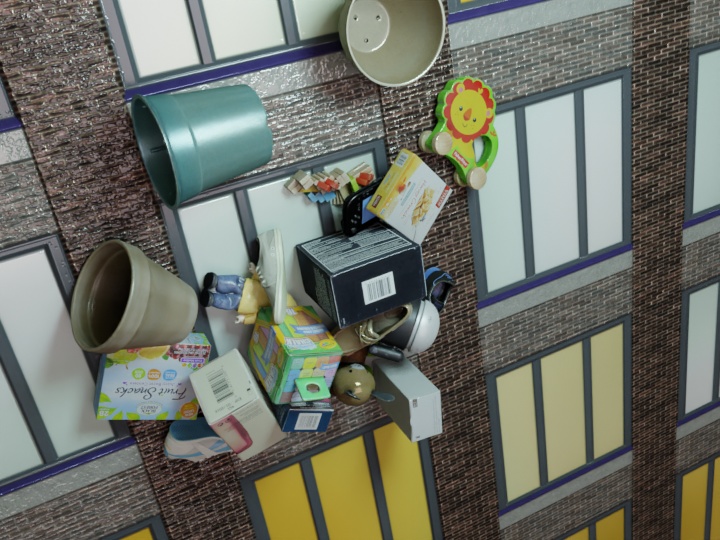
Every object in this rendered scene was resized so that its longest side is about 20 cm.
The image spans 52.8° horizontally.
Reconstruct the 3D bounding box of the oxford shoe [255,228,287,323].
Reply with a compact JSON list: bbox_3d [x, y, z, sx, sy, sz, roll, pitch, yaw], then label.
[{"bbox_3d":[-0.176,0.012,1.428,0.057,0.202,0.075,-6,157,-4],"label":"oxford shoe"}]

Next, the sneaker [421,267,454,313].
[{"bbox_3d":[0.141,0.089,1.650,0.070,0.078,0.201,26,96,-31],"label":"sneaker"}]

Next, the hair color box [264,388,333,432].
[{"bbox_3d":[-0.137,0.245,1.500,0.099,0.200,0.061,7,117,-28],"label":"hair color box"}]

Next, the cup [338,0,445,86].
[{"bbox_3d":[0.038,-0.455,1.352,0.199,0.143,0.202,-10,114,-22],"label":"cup"}]

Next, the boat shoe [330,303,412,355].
[{"bbox_3d":[0.016,0.117,1.481,0.199,0.065,0.073,-29,96,9],"label":"boat shoe"}]

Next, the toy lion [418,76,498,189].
[{"bbox_3d":[0.230,-0.304,1.558,0.200,0.069,0.192,38,83,-32],"label":"toy lion"}]

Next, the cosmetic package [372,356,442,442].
[{"bbox_3d":[0.103,0.282,1.634,0.081,0.200,0.114,-14,115,-20],"label":"cosmetic package"}]

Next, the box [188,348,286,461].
[{"bbox_3d":[-0.242,0.271,1.448,0.108,0.128,0.201,-29,145,-8],"label":"box"}]

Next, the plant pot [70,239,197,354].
[{"bbox_3d":[-0.402,0.062,1.330,0.173,0.200,0.201,20,100,-48],"label":"plant pot"}]

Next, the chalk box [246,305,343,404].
[{"bbox_3d":[-0.123,0.176,1.425,0.124,0.200,0.125,0,123,-34],"label":"chalk box"}]

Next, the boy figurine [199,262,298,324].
[{"bbox_3d":[-0.218,0.048,1.468,0.199,0.064,0.126,10,89,-31],"label":"boy figurine"}]

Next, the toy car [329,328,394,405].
[{"bbox_3d":[-0.014,0.223,1.554,0.163,0.200,0.159,7,106,-28],"label":"toy car"}]

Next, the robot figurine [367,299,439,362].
[{"bbox_3d":[0.072,0.103,1.571,0.198,0.125,0.151,19,110,1],"label":"robot figurine"}]

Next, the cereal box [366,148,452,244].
[{"bbox_3d":[0.107,-0.149,1.514,0.145,0.039,0.200,-59,145,2],"label":"cereal box"}]

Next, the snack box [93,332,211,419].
[{"bbox_3d":[-0.412,0.207,1.433,0.198,0.068,0.170,7,106,-28],"label":"snack box"}]

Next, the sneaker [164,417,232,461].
[{"bbox_3d":[-0.319,0.359,1.542,0.199,0.077,0.081,9,127,-31],"label":"sneaker"}]

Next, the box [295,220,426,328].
[{"bbox_3d":[0.000,0.000,1.476,0.199,0.198,0.124,-19,117,-18],"label":"box"}]

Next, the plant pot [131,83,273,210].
[{"bbox_3d":[-0.271,-0.231,1.273,0.195,0.200,0.202,-22,118,-26],"label":"plant pot"}]

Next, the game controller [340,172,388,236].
[{"bbox_3d":[0.038,-0.147,1.493,0.199,0.042,0.105,-34,154,-30],"label":"game controller"}]

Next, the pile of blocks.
[{"bbox_3d":[-0.051,-0.166,1.468,0.198,0.062,0.083,-10,113,-22],"label":"pile of blocks"}]
